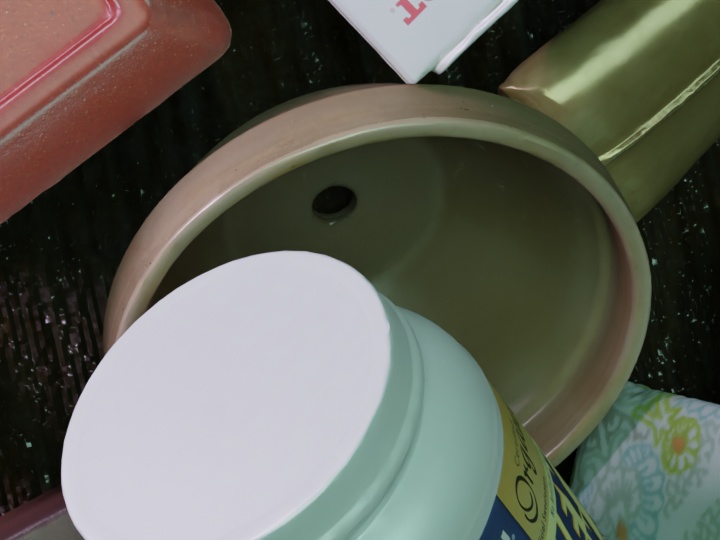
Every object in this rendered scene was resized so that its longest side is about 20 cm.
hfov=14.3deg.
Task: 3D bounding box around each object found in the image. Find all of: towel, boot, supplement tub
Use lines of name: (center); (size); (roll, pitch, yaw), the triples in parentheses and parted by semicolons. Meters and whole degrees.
towel: (0.129, 0.137, 1.043); (0.048, 0.200, 0.172); (19, 87, -31)
boot: (0.133, -0.121, 1.061); (0.200, 0.066, 0.175); (-39, 134, 1)
supplement tub: (0.002, 0.102, 0.976); (0.144, 0.144, 0.200); (-43, 131, -6)

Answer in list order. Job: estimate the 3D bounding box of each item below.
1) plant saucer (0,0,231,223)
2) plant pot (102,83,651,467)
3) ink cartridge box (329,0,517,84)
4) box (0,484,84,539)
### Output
plant saucer: (-0.177, -0.100, 0.965); (0.199, 0.037, 0.200); (-37, 92, -4)
plant pot: (0.000, 0.000, 1.058); (0.200, 0.093, 0.202); (-8, 131, -9)
ink cartridge box: (0.009, -0.188, 0.976); (0.200, 0.083, 0.145); (46, 116, -2)
box: (-0.166, 0.151, 1.053); (0.199, 0.100, 0.075); (-29, 94, -6)
